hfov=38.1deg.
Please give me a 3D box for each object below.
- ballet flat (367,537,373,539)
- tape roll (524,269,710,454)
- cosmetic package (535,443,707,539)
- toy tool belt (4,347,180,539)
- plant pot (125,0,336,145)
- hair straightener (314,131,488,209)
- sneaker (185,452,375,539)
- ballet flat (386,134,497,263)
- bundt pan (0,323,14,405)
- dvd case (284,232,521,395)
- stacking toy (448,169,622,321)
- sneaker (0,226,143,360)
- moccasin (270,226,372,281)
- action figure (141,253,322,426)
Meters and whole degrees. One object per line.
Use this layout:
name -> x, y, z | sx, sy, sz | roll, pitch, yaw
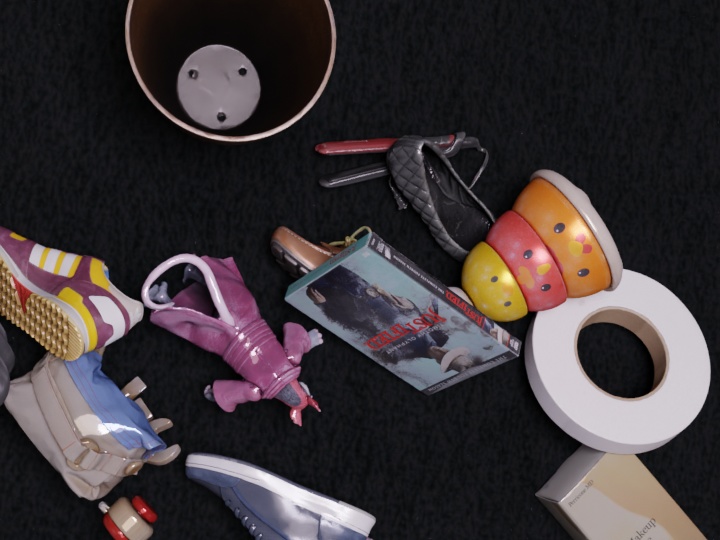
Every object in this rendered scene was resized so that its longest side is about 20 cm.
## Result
ballet flat -> -0.045, 0.359, 1.059 | 0.070, 0.069, 0.202 | 25, 77, 9
tape roll -> 0.274, 0.093, 1.115 | 0.199, 0.037, 0.206 | 3, 63, -6
cosmetic package -> 0.295, 0.284, 1.125 | 0.105, 0.071, 0.200 | -43, 95, -12
toy tool belt -> -0.236, 0.152, 0.996 | 0.123, 0.125, 0.200 | -41, 83, -11
plant pot -> -0.131, -0.198, 1.005 | 0.184, 0.200, 0.190 | 1, 85, -12
hair straightener -> 0.048, -0.107, 1.127 | 0.197, 0.041, 0.078 | -9, 108, -18
sneaker -> -0.103, 0.272, 1.023 | 0.200, 0.077, 0.148 | 22, 76, 7
ballet flat -> 0.100, -0.063, 1.101 | 0.200, 0.057, 0.067 | 44, 74, -25
bundt pan -> -0.402, 0.106, 0.950 | 0.201, 0.201, 0.076 | -41, 138, -11
dvd case -> 0.041, 0.049, 1.035 | 0.199, 0.145, 0.022 | 35, 51, -23
stacking toy -> 0.155, 0.006, 1.072 | 0.199, 0.146, 0.147 | -35, 93, -5
sneaker -> -0.295, 0.012, 1.004 | 0.199, 0.076, 0.090 | 36, 39, 28
moccasin -> 0.000, 0.000, 1.083 | 0.199, 0.074, 0.079 | 23, 79, -10
action figure -> -0.108, 0.065, 1.026 | 0.200, 0.149, 0.134 | 44, 73, 8
